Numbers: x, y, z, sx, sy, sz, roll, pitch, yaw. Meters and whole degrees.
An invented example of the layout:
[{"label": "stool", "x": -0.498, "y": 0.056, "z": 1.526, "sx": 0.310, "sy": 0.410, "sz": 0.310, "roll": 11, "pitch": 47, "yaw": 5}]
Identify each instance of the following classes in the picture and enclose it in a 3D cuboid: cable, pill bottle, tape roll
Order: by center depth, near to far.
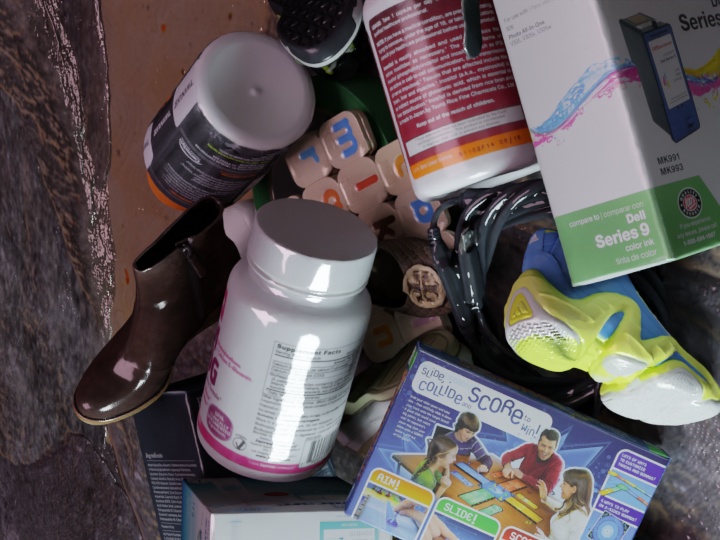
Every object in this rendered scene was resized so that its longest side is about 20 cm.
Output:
[{"label": "cable", "x": 0.145, "y": 0.021, "z": 0.994, "sx": 0.163, "sy": 0.051, "sz": 0.201, "roll": -14, "pitch": 112, "yaw": 21}, {"label": "pill bottle", "x": 0.067, "y": -0.160, "z": 1.012, "sx": 0.113, "sy": 0.113, "sz": 0.201, "roll": -19, "pitch": 87, "yaw": 50}, {"label": "pill bottle", "x": -0.056, "y": 0.053, "z": 1.060, "sx": 0.113, "sy": 0.113, "sz": 0.201, "roll": 38, "pitch": 125, "yaw": 36}, {"label": "pill bottle", "x": -0.122, "y": -0.115, "z": 1.166, "sx": 0.200, "sy": 0.106, "sz": 0.107, "roll": -35, "pitch": 74, "yaw": 59}, {"label": "tape roll", "x": -0.016, "y": -0.070, "z": 1.188, "sx": 0.200, "sy": 0.048, "sz": 0.201, "roll": 18, "pitch": 114, "yaw": 46}]

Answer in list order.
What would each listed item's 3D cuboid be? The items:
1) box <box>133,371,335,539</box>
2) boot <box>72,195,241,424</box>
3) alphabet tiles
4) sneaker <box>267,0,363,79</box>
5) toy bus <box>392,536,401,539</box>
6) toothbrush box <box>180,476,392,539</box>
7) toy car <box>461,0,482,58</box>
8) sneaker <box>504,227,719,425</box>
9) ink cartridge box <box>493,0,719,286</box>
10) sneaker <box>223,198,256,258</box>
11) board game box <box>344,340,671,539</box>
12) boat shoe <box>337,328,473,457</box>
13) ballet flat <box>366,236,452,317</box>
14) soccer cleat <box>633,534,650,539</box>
[{"label": "box", "x": -0.113, "y": 0.195, "z": 1.303, "sx": 0.107, "sy": 0.148, "sz": 0.201, "roll": -10, "pitch": 94, "yaw": 50}, {"label": "boot", "x": -0.186, "y": 0.034, "z": 1.189, "sx": 0.072, "sy": 0.200, "sz": 0.167, "roll": 40, "pitch": 161, "yaw": 21}, {"label": "alphabet tiles", "x": 0.005, "y": -0.027, "z": 1.125, "sx": 0.195, "sy": 0.015, "sz": 0.201, "roll": -25, "pitch": 86, "yaw": 47}, {"label": "sneaker", "x": -0.020, "y": -0.191, "z": 1.099, "sx": 0.083, "sy": 0.072, "sz": 0.200, "roll": 53, "pitch": -172, "yaw": -24}, {"label": "toy bus", "x": 0.064, "y": 0.218, "z": 1.136, "sx": 0.192, "sy": 0.135, "sz": 0.201, "roll": 32, "pitch": 123, "yaw": 59}, {"label": "toothbrush box", "x": -0.067, "y": 0.224, "z": 1.131, "sx": 0.200, "sy": 0.146, "sz": 0.086, "roll": 180, "pitch": 91, "yaw": -77}, {"label": "toy car", "x": 0.114, "y": -0.241, "z": 0.908, "sx": 0.158, "sy": 0.164, "sz": 0.201, "roll": 35, "pitch": 136, "yaw": 38}, {"label": "sneaker", "x": 0.178, "y": 0.032, "z": 0.921, "sx": 0.076, "sy": 0.200, "sz": 0.105, "roll": -18, "pitch": 55, "yaw": 41}, {"label": "ink cartridge box", "x": 0.181, "y": -0.106, "z": 0.870, "sx": 0.087, "sy": 0.145, "sz": 0.201, "roll": -19, "pitch": 86, "yaw": 50}, {"label": "sneaker", "x": -0.153, "y": 0.001, "z": 1.329, "sx": 0.200, "sy": 0.099, "sz": 0.078, "roll": -46, "pitch": 67, "yaw": 46}, {"label": "board game box", "x": 0.105, "y": 0.153, "z": 0.993, "sx": 0.199, "sy": 0.034, "sz": 0.136, "roll": 25, "pitch": 95, "yaw": -2}, {"label": "boat shoe", "x": 0.040, "y": 0.105, "z": 1.098, "sx": 0.068, "sy": 0.075, "sz": 0.200, "roll": 46, "pitch": 150, "yaw": -6}, {"label": "ballet flat", "x": 0.000, "y": 0.000, "z": 1.095, "sx": 0.200, "sy": 0.046, "sz": 0.068, "roll": 15, "pitch": 116, "yaw": 41}, {"label": "soccer cleat", "x": 0.245, "y": 0.276, "z": 0.979, "sx": 0.200, "sy": 0.067, "sz": 0.081, "roll": 44, "pitch": 118, "yaw": 33}]
